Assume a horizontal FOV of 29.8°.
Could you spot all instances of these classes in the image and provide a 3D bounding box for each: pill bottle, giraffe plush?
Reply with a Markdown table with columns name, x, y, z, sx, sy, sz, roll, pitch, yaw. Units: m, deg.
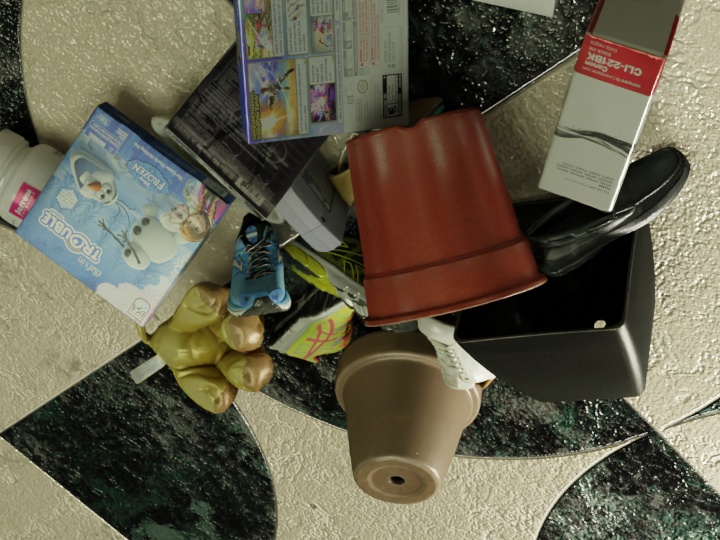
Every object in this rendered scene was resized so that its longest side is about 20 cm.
| name | x | y | z | sx | sy | sz | roll | pitch | yaw |
| --- | --- | --- | --- | --- | --- | --- | --- | --- | --- |
| pill bottle | -0.397 | -0.093 | 1.758 | 0.199 | 0.114 | 0.113 | 30 | 135 | -5 |
| giraffe plush | -0.186 | 0.084 | 1.789 | 0.199 | 0.162 | 0.173 | -13 | 102 | 28 |

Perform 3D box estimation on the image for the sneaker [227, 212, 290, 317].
| name | x | y | z | sx | sy | sz | roll | pitch | yaw |
| --- | --- | --- | --- | --- | --- | --- | --- | --- | --- |
| sneaker | -0.133 | -0.011 | 1.672 | 0.078 | 0.200 | 0.090 | -8 | 117 | -5 |

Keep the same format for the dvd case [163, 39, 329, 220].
| name | x | y | z | sx | sy | sz | roll | pitch | yaw |
| --- | --- | --- | --- | --- | --- | --- | --- | --- | --- |
| dvd case | -0.105 | -0.178 | 1.501 | 0.149 | 0.200 | 0.016 | 42 | 157 | -17 |

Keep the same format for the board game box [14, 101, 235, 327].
| name | x | y | z | sx | sy | sz | roll | pitch | yaw |
| --- | --- | --- | --- | --- | --- | --- | --- | --- | --- |
| board game box | -0.291 | -0.068 | 1.670 | 0.200 | 0.043 | 0.199 | 36 | 107 | -2 |

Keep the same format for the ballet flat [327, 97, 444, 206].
| name | x | y | z | sx | sy | sz | roll | pitch | yaw |
| --- | --- | --- | --- | --- | --- | --- | --- | --- | --- |
| ballet flat | 0.021 | -0.147 | 1.565 | 0.063 | 0.069 | 0.200 | 45 | 133 | 3 |

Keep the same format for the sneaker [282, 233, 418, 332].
| name | x | y | z | sx | sy | sz | roll | pitch | yaw |
| --- | --- | --- | --- | --- | --- | --- | --- | --- | --- |
| sneaker | 0.000 | 0.000 | 1.665 | 0.200 | 0.085 | 0.075 | 32 | 164 | 15 |

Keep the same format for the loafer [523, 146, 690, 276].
| name | x | y | z | sx | sy | sz | roll | pitch | yaw |
| --- | --- | --- | --- | --- | --- | --- | --- | --- | --- |
| loafer | 0.267 | -0.071 | 1.467 | 0.200 | 0.068 | 0.070 | -35 | 132 | 4 |

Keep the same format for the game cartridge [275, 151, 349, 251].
| name | x | y | z | sx | sy | sz | roll | pitch | yaw |
| --- | --- | --- | --- | --- | --- | --- | --- | --- | --- |
| game cartridge | -0.083 | -0.121 | 1.582 | 0.040 | 0.134 | 0.200 | -28 | 116 | 19 |

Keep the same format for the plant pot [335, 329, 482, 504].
| name | x | y | z | sx | sy | sz | roll | pitch | yaw |
| --- | --- | --- | --- | --- | --- | --- | --- | --- | --- |
| plant pot | 0.056 | 0.204 | 1.768 | 0.199 | 0.175 | 0.201 | 5 | 140 | 5 |

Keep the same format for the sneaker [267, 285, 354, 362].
| name | x | y | z | sx | sy | sz | roll | pitch | yaw |
| --- | --- | --- | --- | --- | --- | --- | --- | --- | --- |
| sneaker | -0.037 | 0.062 | 1.781 | 0.090 | 0.078 | 0.200 | 32 | 141 | -19 |

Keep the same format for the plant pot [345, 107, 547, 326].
| name | x | y | z | sx | sy | sz | roll | pitch | yaw |
| --- | --- | --- | --- | --- | --- | --- | --- | --- | --- |
| plant pot | 0.077 | -0.060 | 1.429 | 0.200 | 0.201 | 0.196 | -13 | 93 | 32 |

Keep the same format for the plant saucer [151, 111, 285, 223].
| name | x | y | z | sx | sy | sz | roll | pitch | yaw |
| --- | --- | --- | --- | --- | --- | --- | --- | --- | --- |
| plant saucer | -0.159 | -0.135 | 1.627 | 0.200 | 0.050 | 0.200 | 36 | 169 | 8 |

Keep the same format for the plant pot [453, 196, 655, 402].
| name | x | y | z | sx | sy | sz | roll | pitch | yaw |
| --- | --- | --- | --- | --- | --- | --- | --- | --- | --- |
| plant pot | 0.246 | 0.047 | 1.563 | 0.199 | 0.201 | 0.178 | -7 | 137 | 28 |

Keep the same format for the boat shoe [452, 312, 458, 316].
| name | x | y | z | sx | sy | sz | roll | pitch | yaw |
| --- | --- | --- | --- | --- | --- | --- | --- | --- | --- |
| boat shoe | 0.118 | 0.004 | 1.653 | 0.199 | 0.071 | 0.065 | 29 | 131 | -8 |

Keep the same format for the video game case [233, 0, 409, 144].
| name | x | y | z | sx | sy | sz | roll | pitch | yaw |
| --- | --- | --- | --- | --- | --- | --- | --- | --- | --- |
| video game case | -0.041 | -0.242 | 1.430 | 0.180 | 0.045 | 0.201 | -8 | 119 | -12 |

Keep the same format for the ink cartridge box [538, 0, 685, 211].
| name | x | y | z | sx | sy | sz | roll | pitch | yaw |
| --- | --- | --- | --- | --- | --- | --- | --- | --- | --- |
| ink cartridge box | 0.255 | -0.183 | 1.370 | 0.083 | 0.145 | 0.201 | 19 | 135 | 9 |

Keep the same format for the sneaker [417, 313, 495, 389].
| name | x | y | z | sx | sy | sz | roll | pitch | yaw |
| --- | --- | --- | --- | --- | --- | --- | --- | --- | --- |
| sneaker | 0.123 | 0.105 | 1.666 | 0.073 | 0.085 | 0.200 | 31 | -177 | 37 |

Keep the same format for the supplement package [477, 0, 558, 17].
| name | x | y | z | sx | sy | sz | roll | pitch | yaw |
| --- | --- | --- | --- | --- | --- | --- | --- | --- | --- |
| supplement package | 0.112 | -0.355 | 1.300 | 0.199 | 0.111 | 0.156 | 15 | 134 | 11 |
